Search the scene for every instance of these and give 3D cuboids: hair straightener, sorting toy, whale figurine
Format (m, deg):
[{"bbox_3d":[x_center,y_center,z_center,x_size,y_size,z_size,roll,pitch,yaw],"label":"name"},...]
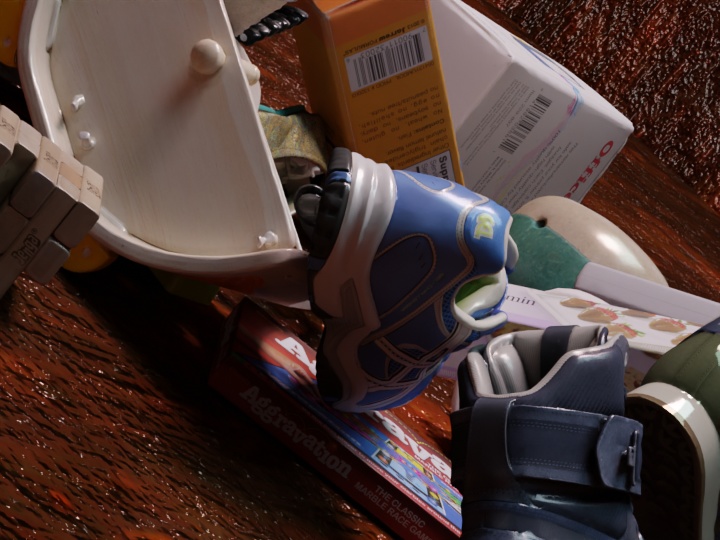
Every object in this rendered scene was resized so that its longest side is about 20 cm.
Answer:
[{"bbox_3d":[0.000,0.000,1.264,0.200,0.041,0.077,66,6,-81],"label":"hair straightener"},{"bbox_3d":[-0.069,-0.055,1.117,0.180,0.106,0.201,32,38,-65],"label":"sorting toy"},{"bbox_3d":[0.136,0.052,1.513,0.159,0.104,0.200,33,-22,52],"label":"whale figurine"}]

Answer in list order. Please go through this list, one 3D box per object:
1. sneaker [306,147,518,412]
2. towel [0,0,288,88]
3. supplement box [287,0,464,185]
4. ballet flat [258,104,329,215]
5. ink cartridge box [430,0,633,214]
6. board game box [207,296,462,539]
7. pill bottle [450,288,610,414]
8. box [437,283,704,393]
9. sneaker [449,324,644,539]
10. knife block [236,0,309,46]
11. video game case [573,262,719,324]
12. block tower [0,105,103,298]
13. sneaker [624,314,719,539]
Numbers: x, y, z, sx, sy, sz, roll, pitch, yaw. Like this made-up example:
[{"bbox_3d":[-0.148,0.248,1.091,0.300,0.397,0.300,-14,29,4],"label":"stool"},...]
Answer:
[{"bbox_3d":[0.024,0.016,1.030,0.077,0.076,0.200,9,-17,7],"label":"sneaker"},{"bbox_3d":[-0.109,-0.144,1.174,0.132,0.200,0.035,30,46,-36],"label":"towel"},{"bbox_3d":[0.012,-0.087,1.407,0.067,0.068,0.201,-127,-159,-49],"label":"supplement box"},{"bbox_3d":[-0.061,-0.056,1.323,0.071,0.071,0.200,42,13,11],"label":"ballet flat"},{"bbox_3d":[0.076,-0.084,1.654,0.088,0.146,0.200,45,12,31],"label":"ink cartridge box"},{"bbox_3d":[0.018,0.091,1.104,0.200,0.019,0.103,39,10,-8],"label":"board game box"},{"bbox_3d":[0.145,0.093,1.282,0.200,0.111,0.111,30,15,-44],"label":"pill bottle"},{"bbox_3d":[0.087,0.035,1.166,0.199,0.042,0.039,13,27,14],"label":"box"},{"bbox_3d":[0.100,0.100,1.014,0.202,0.077,0.147,23,62,-57],"label":"sneaker"},{"bbox_3d":[-0.111,-0.186,1.325,0.200,0.176,0.064,42,31,12],"label":"knife block"},{"bbox_3d":[0.223,0.075,1.353,0.199,0.024,0.182,19,-23,26],"label":"video game case"},{"bbox_3d":[-0.191,-0.066,0.928,0.200,0.054,0.058,37,11,-14],"label":"block tower"},{"bbox_3d":[0.152,0.093,1.103,0.067,0.090,0.201,32,-30,24],"label":"sneaker"}]
